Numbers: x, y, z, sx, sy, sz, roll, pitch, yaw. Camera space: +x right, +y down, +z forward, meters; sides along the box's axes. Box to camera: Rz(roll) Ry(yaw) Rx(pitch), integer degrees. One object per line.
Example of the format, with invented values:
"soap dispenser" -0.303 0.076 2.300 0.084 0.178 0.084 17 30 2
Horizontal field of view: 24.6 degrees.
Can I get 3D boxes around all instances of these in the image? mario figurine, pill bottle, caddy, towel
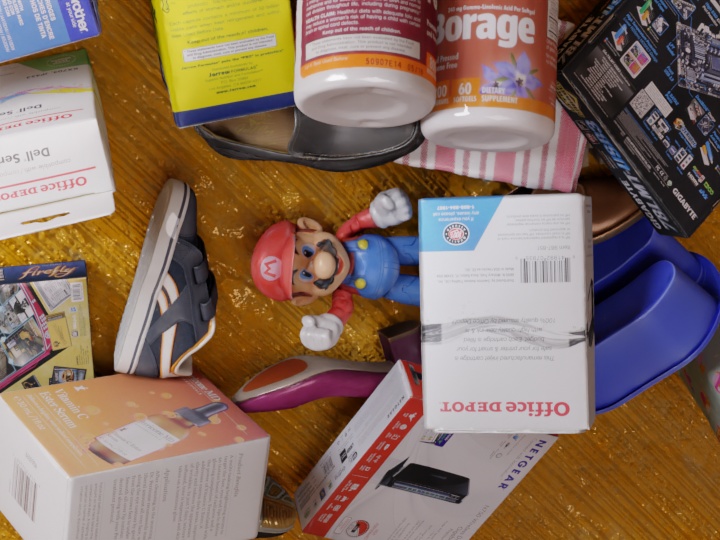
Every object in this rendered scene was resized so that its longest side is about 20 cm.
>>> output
"mario figurine" 0.000 0.000 1.472 0.198 0.124 0.106 2 143 -20
"pill bottle" 0.006 -0.225 1.310 0.113 0.114 0.202 5 77 -16
"pill bottle" 0.107 -0.206 1.354 0.111 0.112 0.202 4 82 -15
"caddy" 0.240 0.047 1.529 0.199 0.142 0.105 -34 129 18
"towel" 0.103 -0.153 1.428 0.198 0.030 0.148 9 89 -7

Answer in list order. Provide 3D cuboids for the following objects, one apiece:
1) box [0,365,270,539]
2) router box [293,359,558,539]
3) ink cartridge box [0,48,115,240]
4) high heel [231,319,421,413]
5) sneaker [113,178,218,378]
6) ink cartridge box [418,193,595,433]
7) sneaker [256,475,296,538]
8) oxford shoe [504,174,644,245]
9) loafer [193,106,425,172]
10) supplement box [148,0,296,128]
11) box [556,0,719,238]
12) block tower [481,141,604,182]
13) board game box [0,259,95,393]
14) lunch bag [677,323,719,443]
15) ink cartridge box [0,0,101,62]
"box" -0.205 0.173 1.457 0.198 0.152 0.107 -8 118 -36
"router box" 0.062 0.187 1.584 0.178 0.049 0.201 17 125 -30
"ink cartridge box" -0.259 -0.102 1.309 0.116 0.200 0.068 -13 119 -7
"high heel" -0.019 0.123 1.556 0.198 0.067 0.097 -18 109 -8
"sneaker" -0.160 0.010 1.463 0.079 0.079 0.201 12 125 -13
"ink cartridge box" 0.129 0.036 1.432 0.143 0.084 0.202 -1 91 13
"sneaker" -0.162 0.237 1.589 0.198 0.076 0.088 8 121 -7
"oxford shoe" 0.191 -0.062 1.515 0.198 0.071 0.072 -22 115 0
"loafer" -0.044 -0.118 1.380 0.198 0.072 0.074 -2 92 14
"supplement box" -0.118 -0.235 1.327 0.108 0.109 0.202 -11 119 -8
"box" 0.281 -0.167 1.437 0.199 0.050 0.200 -48 112 -14
"block tower" 0.198 -0.128 1.489 0.198 0.054 0.058 -10 118 -9
"board game box" -0.308 0.092 1.493 0.134 0.035 0.202 -5 118 -11
"lunch bag" 0.415 0.078 1.579 0.198 0.171 0.123 -17 121 0
"ink cartridge box" -0.278 -0.223 1.278 0.198 0.137 0.077 -15 125 -6
